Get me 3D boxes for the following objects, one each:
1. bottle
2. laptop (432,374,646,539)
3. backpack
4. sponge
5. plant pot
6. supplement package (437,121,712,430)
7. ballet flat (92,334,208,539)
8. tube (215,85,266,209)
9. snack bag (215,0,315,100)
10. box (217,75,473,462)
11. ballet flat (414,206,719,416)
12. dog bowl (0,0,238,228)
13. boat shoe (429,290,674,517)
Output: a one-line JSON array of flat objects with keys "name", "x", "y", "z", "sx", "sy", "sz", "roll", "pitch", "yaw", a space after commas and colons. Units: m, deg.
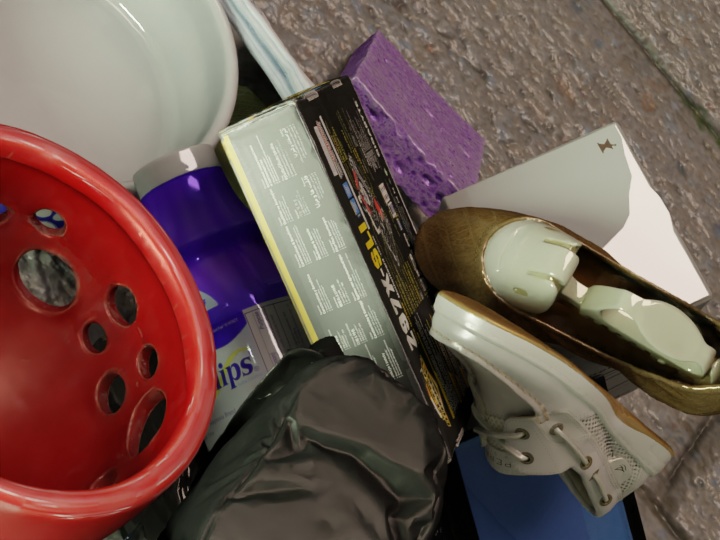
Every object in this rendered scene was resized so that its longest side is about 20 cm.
[{"name": "bottle", "x": -0.063, "y": 0.033, "z": 1.087, "sx": 0.065, "sy": 0.083, "sz": 0.200, "roll": -15, "pitch": 81, "yaw": -46}, {"name": "laptop", "x": 0.096, "y": 0.183, "z": 1.147, "sx": 0.200, "sy": 0.103, "sz": 0.178, "roll": -56, "pitch": 132, "yaw": -67}, {"name": "backpack", "x": -0.044, "y": 0.146, "z": 0.966, "sx": 0.127, "sy": 0.200, "sz": 0.167, "roll": 40, "pitch": 55, "yaw": 4}, {"name": "sponge", "x": 0.033, "y": -0.096, "z": 1.354, "sx": 0.112, "sy": 0.030, "sz": 0.200, "roll": 46, "pitch": 15, "yaw": -8}, {"name": "plant pot", "x": -0.195, "y": 0.060, "z": 0.951, "sx": 0.200, "sy": 0.182, "sz": 0.201, "roll": 25, "pitch": 44, "yaw": -27}, {"name": "supplement package", "x": 0.113, "y": 0.017, "z": 1.250, "sx": 0.120, "sy": 0.200, "sz": 0.121, "roll": -23, "pitch": 74, "yaw": -12}, {"name": "ballet flat", "x": -0.103, "y": 0.125, "z": 1.108, "sx": 0.057, "sy": 0.066, "sz": 0.200, "roll": 61, "pitch": 6, "yaw": -73}, {"name": "tube", "x": -0.059, "y": -0.063, "z": 1.260, "sx": 0.200, "sy": 0.052, "sz": 0.058, "roll": 53, "pitch": -7, "yaw": 40}, {"name": "snack bag", "x": -0.025, "y": -0.090, "z": 1.277, "sx": 0.200, "sy": 0.021, "sz": 0.189, "roll": 57, "pitch": 2, "yaw": 9}, {"name": "box", "x": 0.000, "y": 0.000, "z": 1.096, "sx": 0.200, "sy": 0.049, "sz": 0.160, "roll": 66, "pitch": 14, "yaw": -6}, {"name": "ballet flat", "x": 0.124, "y": 0.017, "z": 1.105, "sx": 0.200, "sy": 0.072, "sz": 0.068, "roll": 30, "pitch": 78, "yaw": 0}, {"name": "dog bowl", "x": -0.174, "y": -0.117, "z": 1.165, "sx": 0.200, "sy": 0.079, "sz": 0.201, "roll": 14, "pitch": 59, "yaw": -25}, {"name": "boat shoe", "x": 0.094, "y": 0.079, "z": 1.092, "sx": 0.200, "sy": 0.069, "sz": 0.071, "roll": 38, "pitch": 0, "yaw": -41}]
